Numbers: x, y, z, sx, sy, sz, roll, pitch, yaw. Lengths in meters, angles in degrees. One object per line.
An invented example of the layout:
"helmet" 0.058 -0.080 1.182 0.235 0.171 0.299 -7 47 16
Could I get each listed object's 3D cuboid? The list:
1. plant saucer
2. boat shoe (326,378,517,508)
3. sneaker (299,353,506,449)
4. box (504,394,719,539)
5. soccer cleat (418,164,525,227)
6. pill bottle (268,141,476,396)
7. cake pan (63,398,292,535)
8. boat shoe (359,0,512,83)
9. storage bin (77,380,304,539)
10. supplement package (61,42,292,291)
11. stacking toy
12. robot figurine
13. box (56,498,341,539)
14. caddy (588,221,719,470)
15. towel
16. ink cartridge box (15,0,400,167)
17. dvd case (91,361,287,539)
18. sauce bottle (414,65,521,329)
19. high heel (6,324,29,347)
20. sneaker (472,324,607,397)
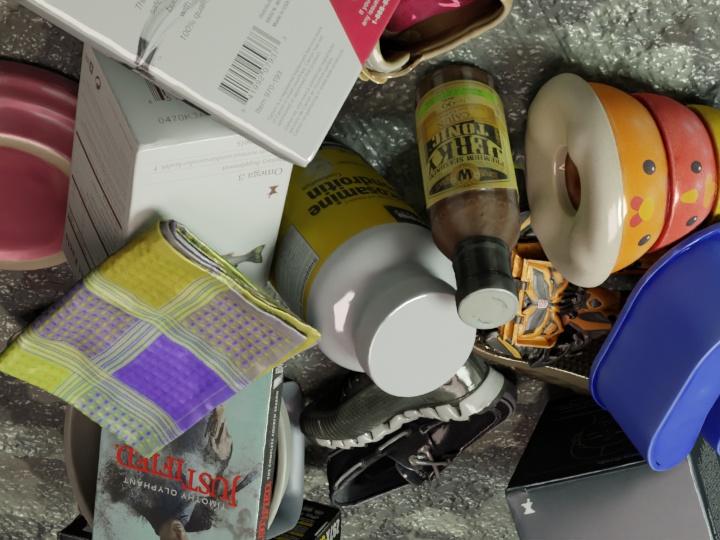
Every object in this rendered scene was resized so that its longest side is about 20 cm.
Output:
"plant saucer" -0.260 -0.066 1.332 0.199 0.051 0.201 2 140 2
"boat shoe" 0.050 0.151 1.561 0.199 0.068 0.072 -25 133 29
"sneaker" 0.019 0.088 1.494 0.199 0.067 0.091 -17 120 37
"box" 0.216 0.170 1.457 0.147 0.200 0.108 -14 101 20
"soccer cleat" 0.061 -0.012 1.339 0.067 0.082 0.200 -2 155 -37
"pill bottle" 0.000 0.000 1.264 0.111 0.200 0.113 -14 125 -21
"cake pan" -0.133 0.130 1.366 0.199 0.202 0.037 -23 171 27
"boat shoe" 0.014 -0.160 1.188 0.199 0.070 0.074 -24 134 28
"storage bin" -0.140 0.146 1.493 0.133 0.147 0.200 1 180 17
"supplement package" -0.127 -0.055 1.246 0.116 0.118 0.201 -12 140 -24
"stacking toy" 0.223 -0.073 1.265 0.199 0.147 0.147 -9 143 -15
"robot figurine" 0.186 0.012 1.364 0.198 0.058 0.146 0 116 -11
"box" -0.135 0.233 1.559 0.199 0.160 0.050 11 113 18
"caddy" 0.245 0.048 1.296 0.141 0.105 0.201 -5 137 -30
"towel" -0.138 0.051 1.228 0.143 0.023 0.200 38 127 -27
"ink cartridge box" -0.088 -0.176 1.093 0.199 0.083 0.146 30 89 -17
"dvd case" -0.128 0.141 1.328 0.145 0.022 0.202 12 101 27
"sauce bottle" 0.075 -0.050 1.214 0.064 0.201 0.065 -4 139 -4
"high heel" -0.203 0.034 1.429 0.141 0.072 0.200 5 149 -12
"sneaker" 0.123 0.056 1.444 0.199 0.071 0.076 25 157 -12
